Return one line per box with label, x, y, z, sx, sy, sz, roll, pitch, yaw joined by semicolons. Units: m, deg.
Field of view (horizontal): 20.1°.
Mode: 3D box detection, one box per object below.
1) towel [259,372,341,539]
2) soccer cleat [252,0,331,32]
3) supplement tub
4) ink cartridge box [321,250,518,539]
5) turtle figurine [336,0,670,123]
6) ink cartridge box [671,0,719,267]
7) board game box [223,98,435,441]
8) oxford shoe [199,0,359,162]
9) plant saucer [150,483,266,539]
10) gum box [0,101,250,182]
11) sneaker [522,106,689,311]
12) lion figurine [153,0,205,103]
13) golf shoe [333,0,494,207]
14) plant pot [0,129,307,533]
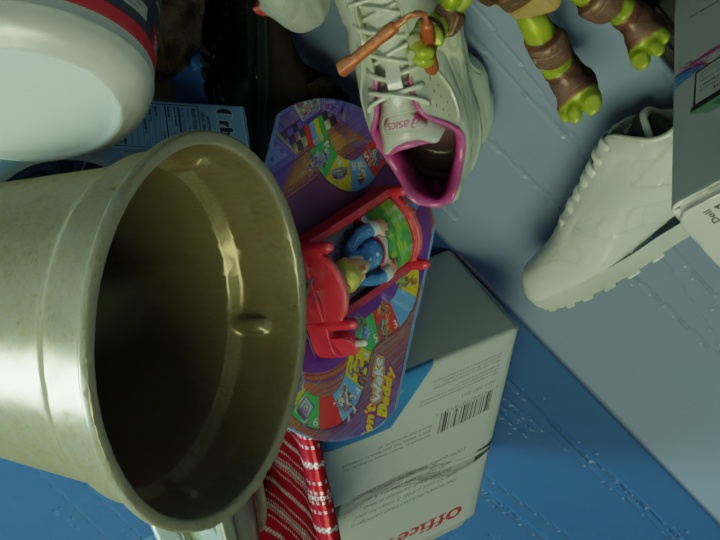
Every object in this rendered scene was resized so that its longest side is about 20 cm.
towel;-0.053;0.111;1.259;0.022;0.145;0.201;-19;112;-19
soccer cleat;-0.049;-0.218;1.076;0.077;0.069;0.201;-10;118;24
supplement tub;-0.169;-0.171;1.047;0.140;0.201;0.140;2;155;1
ink cartridge box;0.010;0.102;1.345;0.145;0.084;0.201;-22;142;-27
turtle figurine;0.087;-0.153;1.127;0.200;0.064;0.161;-47;125;4
ink cartridge box;0.241;-0.073;1.094;0.084;0.201;0.145;-28;125;32
board game box;0.000;0.000;1.182;0.039;0.201;0.158;-2;158;41
oxford shoe;-0.045;-0.104;1.216;0.084;0.073;0.201;-22;125;-22
plant saucer;-0.104;0.125;1.298;0.050;0.200;0.201;-20;139;-19
gum box;-0.178;-0.029;1.179;0.199;0.045;0.170;2;139;-16
sneaker;0.163;-0.048;1.236;0.081;0.076;0.200;45;126;-9
lion figurine;-0.167;-0.109;1.174;0.200;0.073;0.123;-37;155;-8
golf shoe;0.027;-0.123;1.160;0.075;0.092;0.200;-10;130;21
plant pot;-0.156;0.027;1.058;0.183;0.201;0.201;3;137;28
